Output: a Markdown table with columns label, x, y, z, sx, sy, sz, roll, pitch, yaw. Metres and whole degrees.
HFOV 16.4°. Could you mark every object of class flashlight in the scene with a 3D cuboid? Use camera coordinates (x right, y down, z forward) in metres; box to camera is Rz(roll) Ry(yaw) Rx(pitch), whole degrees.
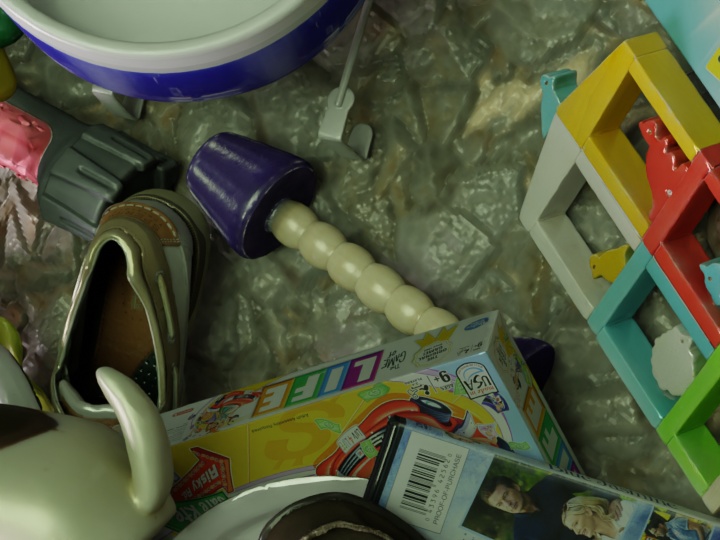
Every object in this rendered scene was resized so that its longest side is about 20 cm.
| label | x | y | z | sx | sy | sz | roll | pitch | yaw |
| --- | --- | --- | --- | --- | --- | --- | --- | --- | --- |
| flashlight | -0.194 | -0.070 | 1.274 | 0.200 | 0.068 | 0.068 | 29 | 100 | 25 |

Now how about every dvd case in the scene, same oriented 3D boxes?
| label | x | y | z | sx | sy | sz | roll | pitch | yaw |
| --- | --- | --- | --- | --- | --- | --- | --- | --- | --- |
| dvd case | 0.085 | 0.160 | 1.097 | 0.199 | 0.018 | 0.143 | 18 | 99 | -6 |

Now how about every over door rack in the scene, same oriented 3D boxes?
| label | x | y | z | sx | sy | sz | roll | pitch | yaw |
| --- | --- | --- | --- | --- | --- | --- | --- | --- | --- |
| over door rack | -0.051 | -0.163 | 1.209 | 0.147 | 0.067 | 0.201 | 13 | 93 | 27 |

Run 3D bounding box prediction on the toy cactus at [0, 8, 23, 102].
| label | x | y | z | sx | sy | sz | roll | pitch | yaw |
| --- | --- | --- | --- | --- | --- | --- | --- | --- | --- |
| toy cactus | -0.182 | -0.165 | 1.221 | 0.165 | 0.102 | 0.200 | -37 | 29 | 31 |

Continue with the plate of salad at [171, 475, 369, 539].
| label | x | y | z | sx | sy | sz | roll | pitch | yaw |
| --- | --- | --- | --- | --- | --- | --- | --- | --- | --- |
| plate of salad | -0.009 | 0.186 | 1.137 | 0.199 | 0.048 | 0.201 | 3 | 114 | 6 |

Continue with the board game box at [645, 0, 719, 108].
| label | x | y | z | sx | sy | sz | roll | pitch | yaw |
| --- | --- | --- | --- | --- | --- | --- | --- | --- | --- |
| board game box | 0.188 | -0.147 | 1.045 | 0.151 | 0.047 | 0.200 | -54 | 43 | 26 |

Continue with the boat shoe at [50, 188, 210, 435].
| label | x | y | z | sx | sy | sz | roll | pitch | yaw |
| --- | --- | --- | --- | --- | --- | --- | --- | --- | --- |
| boat shoe | -0.120 | 0.063 | 1.212 | 0.074 | 0.068 | 0.201 | 10 | 106 | 18 |

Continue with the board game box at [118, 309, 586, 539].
| label | x | y | z | sx | sy | sz | roll | pitch | yaw |
| --- | --- | --- | --- | --- | --- | --- | --- | --- | --- |
| board game box | 0.001 | 0.106 | 1.147 | 0.199 | 0.034 | 0.135 | -18 | 117 | 24 |

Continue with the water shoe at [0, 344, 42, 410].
| label | x | y | z | sx | sy | sz | roll | pitch | yaw |
| --- | --- | --- | --- | --- | --- | --- | --- | --- | --- |
| water shoe | -0.184 | 0.136 | 1.219 | 0.079 | 0.071 | 0.201 | -11 | 104 | -17 |

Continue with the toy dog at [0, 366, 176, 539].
| label | x | y | z | sx | sy | sz | roll | pitch | yaw |
| --- | --- | --- | --- | --- | --- | --- | --- | --- | --- |
| toy dog | -0.195 | 0.097 | 1.109 | 0.200 | 0.140 | 0.194 | 34 | 127 | 6 |

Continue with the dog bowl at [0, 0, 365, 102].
| label | x | y | z | sx | sy | sz | roll | pitch | yaw |
| --- | --- | --- | --- | --- | --- | --- | --- | --- | --- |
| dog bowl | -0.083 | -0.179 | 1.117 | 0.199 | 0.079 | 0.201 | -1 | 78 | 6 |

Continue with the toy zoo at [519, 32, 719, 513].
| label | x | y | z | sx | sy | sz | roll | pitch | yaw |
| --- | --- | --- | --- | --- | --- | --- | --- | --- | --- |
| toy zoo | 0.133 | -0.010 | 1.090 | 0.200 | 0.020 | 0.131 | 59 | 147 | 22 |

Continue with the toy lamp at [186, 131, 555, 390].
| label | x | y | z | sx | sy | sz | roll | pitch | yaw |
| --- | --- | --- | --- | --- | --- | --- | --- | --- | --- |
| toy lamp | 0.000 | 0.000 | 1.182 | 0.200 | 0.058 | 0.058 | 34 | 102 | 22 |

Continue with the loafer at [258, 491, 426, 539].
| label | x | y | z | sx | sy | sz | roll | pitch | yaw |
| --- | --- | --- | --- | --- | --- | --- | --- | --- | --- |
| loafer | 0.030 | 0.180 | 1.052 | 0.073 | 0.071 | 0.200 | -37 | 99 | 4 |

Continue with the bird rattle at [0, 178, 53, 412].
| label | x | y | z | sx | sy | sz | roll | pitch | yaw |
| --- | --- | --- | --- | --- | --- | --- | --- | --- | --- |
| bird rattle | -0.229 | 0.031 | 1.217 | 0.112 | 0.200 | 0.163 | 28 | 59 | 20 |

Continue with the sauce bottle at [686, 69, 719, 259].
| label | x | y | z | sx | sy | sz | roll | pitch | yaw |
| --- | --- | --- | --- | --- | --- | --- | --- | --- | --- |
| sauce bottle | 0.192 | 0.002 | 1.083 | 0.065 | 0.065 | 0.201 | -30 | 74 | 22 |
